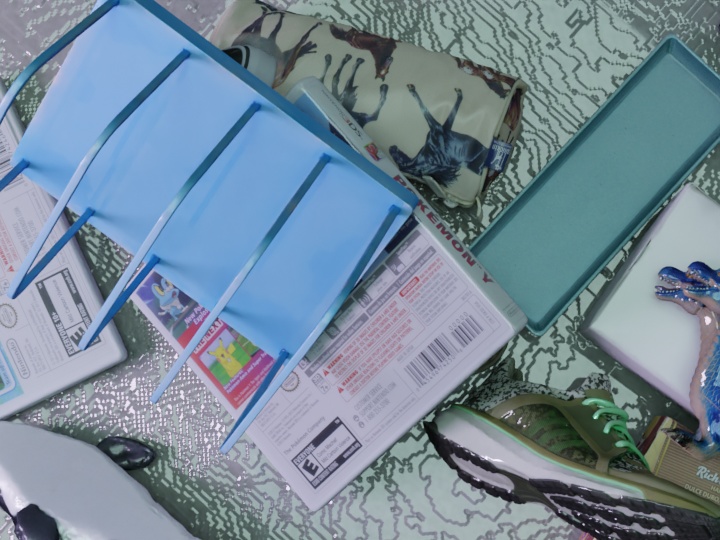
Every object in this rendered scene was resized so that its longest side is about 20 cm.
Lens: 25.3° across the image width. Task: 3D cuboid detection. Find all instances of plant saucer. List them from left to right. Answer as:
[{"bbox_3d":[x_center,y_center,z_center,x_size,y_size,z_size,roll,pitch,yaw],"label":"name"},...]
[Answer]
[{"bbox_3d":[0.150,-0.053,0.986,0.070,0.019,0.200,43,80,6],"label":"plant saucer"}]

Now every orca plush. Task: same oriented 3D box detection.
[{"bbox_3d":[-0.147,0.164,0.979,0.199,0.071,0.106,17,41,0],"label":"orca plush"}]

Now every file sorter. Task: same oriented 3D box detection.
[{"bbox_3d":[-0.100,-0.023,0.838,0.199,0.123,0.139,36,126,-3],"label":"file sorter"}]

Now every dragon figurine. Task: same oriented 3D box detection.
[{"bbox_3d":[0.233,0.077,0.875,0.199,0.059,0.100,36,93,6],"label":"dragon figurine"}]

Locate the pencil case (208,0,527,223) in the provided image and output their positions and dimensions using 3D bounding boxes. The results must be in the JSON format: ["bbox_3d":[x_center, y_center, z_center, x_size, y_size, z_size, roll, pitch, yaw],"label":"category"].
[{"bbox_3d":[-0.002,-0.101,0.978,0.199,0.078,0.090,17,72,4],"label":"pencil case"}]

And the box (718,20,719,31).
[{"bbox_3d":[0.338,-0.101,0.949,0.181,0.104,0.201,-20,84,0],"label":"box"}]

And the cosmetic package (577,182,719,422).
[{"bbox_3d":[0.239,0.052,0.948,0.200,0.085,0.108,38,88,6],"label":"cosmetic package"}]

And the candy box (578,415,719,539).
[{"bbox_3d":[0.232,0.188,0.950,0.199,0.056,0.117,33,87,4],"label":"candy box"}]

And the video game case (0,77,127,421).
[{"bbox_3d":[-0.268,0.004,1.007,0.181,0.024,0.201,-26,85,0],"label":"video game case"}]

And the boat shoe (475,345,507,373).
[{"bbox_3d":[0.000,0.000,0.969,0.199,0.073,0.075,21,86,4],"label":"boat shoe"}]

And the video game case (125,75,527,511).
[{"bbox_3d":[-0.027,0.019,0.926,0.182,0.023,0.200,49,126,5],"label":"video game case"}]

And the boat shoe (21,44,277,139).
[{"bbox_3d":[-0.129,-0.094,0.930,0.068,0.199,0.074,32,64,-32],"label":"boat shoe"}]

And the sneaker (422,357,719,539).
[{"bbox_3d":[0.131,0.097,0.925,0.199,0.077,0.089,19,67,38],"label":"sneaker"}]
